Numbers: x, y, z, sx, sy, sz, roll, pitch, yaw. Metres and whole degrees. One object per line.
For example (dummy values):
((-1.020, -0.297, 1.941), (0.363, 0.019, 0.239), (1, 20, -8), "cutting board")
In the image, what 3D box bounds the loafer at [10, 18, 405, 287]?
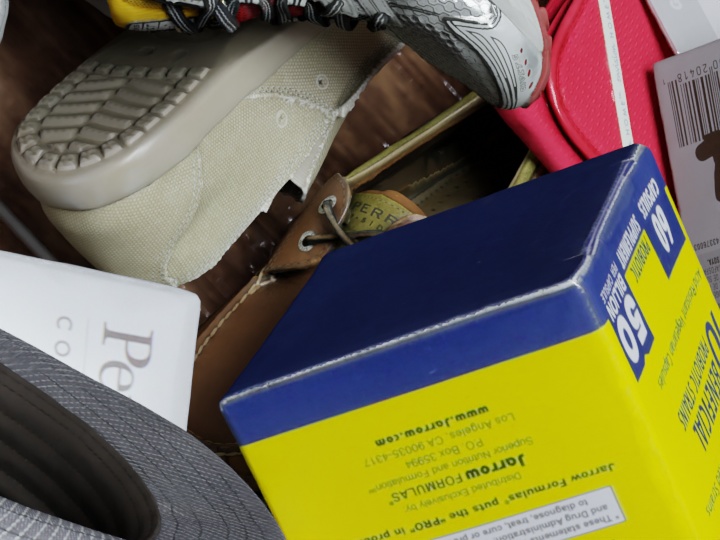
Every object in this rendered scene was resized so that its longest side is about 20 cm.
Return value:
((-0.036, -0.061, 0.849), (0.200, 0.076, 0.068), (-41, 133, -37), "loafer")

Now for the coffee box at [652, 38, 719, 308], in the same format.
((0.174, 0.021, 0.841), (0.114, 0.080, 0.200), (-4, 80, -41), "coffee box")

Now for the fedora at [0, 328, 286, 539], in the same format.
((-0.123, 0.051, 0.553), (0.200, 0.177, 0.090), (27, 96, -25), "fedora")

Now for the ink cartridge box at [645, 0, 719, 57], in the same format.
((0.128, -0.170, 0.933), (0.176, 0.045, 0.200), (-18, 74, -28), "ink cartridge box")

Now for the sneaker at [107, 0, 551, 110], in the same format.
((-0.036, -0.096, 0.783), (0.200, 0.078, 0.082), (27, 77, 0), "sneaker")

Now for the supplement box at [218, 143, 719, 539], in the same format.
((0.062, 0.085, 0.735), (0.200, 0.109, 0.109), (65, 23, -15), "supplement box")

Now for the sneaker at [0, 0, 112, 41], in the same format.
((-0.148, -0.109, 0.806), (0.200, 0.076, 0.092), (-9, 85, -26), "sneaker")

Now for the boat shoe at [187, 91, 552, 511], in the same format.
((0.000, 0.000, 0.828), (0.072, 0.068, 0.200), (28, 46, 20), "boat shoe")

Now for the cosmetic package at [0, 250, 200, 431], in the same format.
((-0.167, 0.081, 0.689), (0.200, 0.165, 0.165), (11, 73, -23), "cosmetic package")

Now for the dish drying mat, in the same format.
((0.125, -0.013, 0.874), (0.200, 0.018, 0.077), (46, 53, -21), "dish drying mat")
